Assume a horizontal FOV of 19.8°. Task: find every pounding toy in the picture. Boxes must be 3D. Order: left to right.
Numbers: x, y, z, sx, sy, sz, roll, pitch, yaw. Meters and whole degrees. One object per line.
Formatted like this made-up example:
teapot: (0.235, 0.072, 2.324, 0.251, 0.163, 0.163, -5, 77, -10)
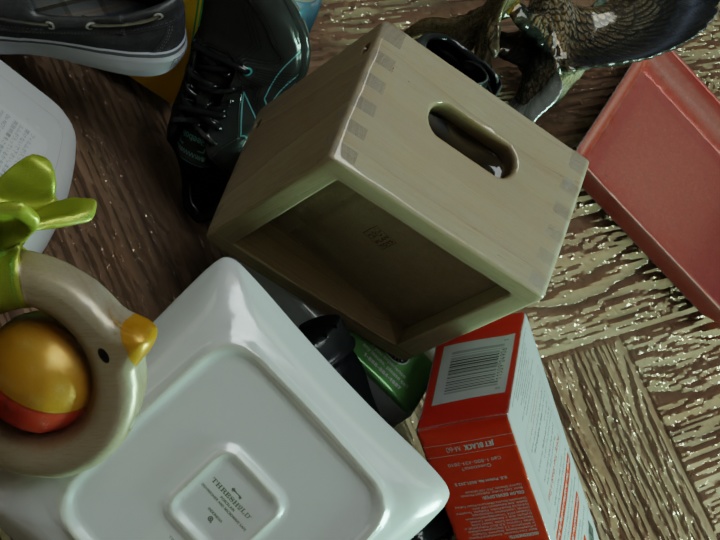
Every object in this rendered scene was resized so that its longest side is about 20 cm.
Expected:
pounding toy: (0.037, -0.045, 1.266, 0.200, 0.184, 0.143, 32, 60, -20)

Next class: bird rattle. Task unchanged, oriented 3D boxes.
bird rattle: (-0.196, 0.049, 1.099, 0.163, 0.200, 0.113, 30, 20, 6)

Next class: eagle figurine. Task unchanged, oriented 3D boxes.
eagle figurine: (0.162, -0.181, 1.571, 0.199, 0.151, 0.152, 5, 27, -37)

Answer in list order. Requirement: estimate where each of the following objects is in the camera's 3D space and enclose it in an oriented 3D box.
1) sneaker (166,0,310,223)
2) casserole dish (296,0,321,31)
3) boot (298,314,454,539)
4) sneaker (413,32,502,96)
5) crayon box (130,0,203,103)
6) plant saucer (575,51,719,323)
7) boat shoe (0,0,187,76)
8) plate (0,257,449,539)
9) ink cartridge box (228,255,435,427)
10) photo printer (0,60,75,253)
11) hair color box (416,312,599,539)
sneaker: (-0.080, -0.110, 1.317, 0.075, 0.200, 0.079, 29, 53, 24)
casserole dish: (-0.081, -0.253, 1.505, 0.121, 0.039, 0.201, 13, 58, -35)
boot: (-0.046, 0.146, 1.249, 0.200, 0.076, 0.169, -35, 106, -25)
sneaker: (0.078, -0.086, 1.492, 0.200, 0.099, 0.071, 47, 42, -9)
crayon box: (-0.164, -0.210, 1.340, 0.200, 0.119, 0.058, 32, 36, -21)
plant saucer: (0.264, -0.069, 1.689, 0.200, 0.037, 0.200, 46, 44, -9)
boat shoe: (-0.203, -0.169, 1.270, 0.199, 0.066, 0.070, 12, 47, -1)
plate: (-0.079, 0.130, 1.166, 0.200, 0.200, 0.032, 47, -2, -15)
ink cartridge box: (0.000, 0.000, 1.380, 0.145, 0.084, 0.200, 44, 45, -10)
photo printer: (-0.265, -0.073, 1.207, 0.200, 0.069, 0.167, 38, 45, -17)
hair color box: (0.098, 0.142, 1.312, 0.111, 0.064, 0.201, -74, 147, -56)
